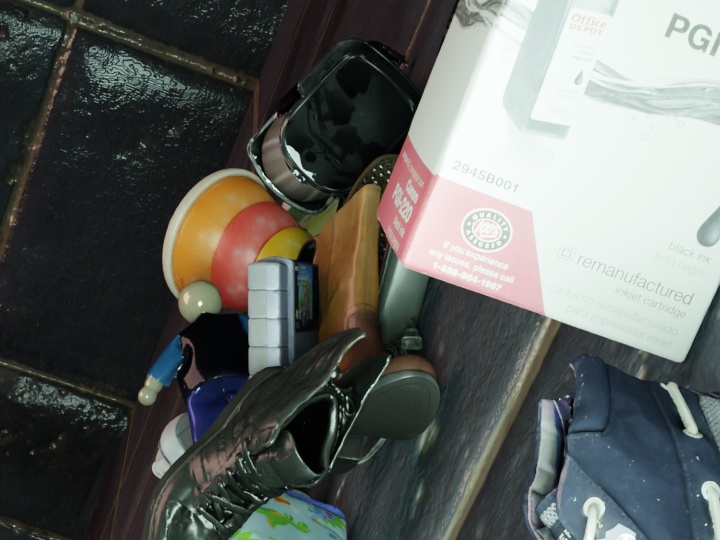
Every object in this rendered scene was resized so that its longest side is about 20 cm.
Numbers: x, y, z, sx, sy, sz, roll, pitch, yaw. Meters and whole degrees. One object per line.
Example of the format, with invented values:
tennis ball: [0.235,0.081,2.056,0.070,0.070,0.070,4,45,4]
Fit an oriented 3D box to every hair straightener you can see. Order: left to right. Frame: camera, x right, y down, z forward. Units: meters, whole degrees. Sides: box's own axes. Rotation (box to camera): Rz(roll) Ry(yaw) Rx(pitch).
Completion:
hair straightener: [0.019,0.056,1.187,0.077,0.041,0.202,-154,84,-80]

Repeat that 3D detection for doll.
doll: [-0.124,0.096,1.332,0.049,0.135,0.201,77,178,-63]

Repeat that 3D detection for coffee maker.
coffee maker: [-0.016,-0.156,1.488,0.200,0.134,0.194,172,118,-77]

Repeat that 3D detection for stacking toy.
stacking toy: [-0.080,-0.001,1.498,0.146,0.199,0.147,-33,-43,-38]

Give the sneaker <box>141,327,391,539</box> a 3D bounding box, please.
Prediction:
sneaker: [-0.064,0.124,1.028,0.200,0.060,0.104,-55,26,-16]

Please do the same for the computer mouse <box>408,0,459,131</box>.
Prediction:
computer mouse: [0.077,-0.148,1.302,0.059,0.034,0.201,-110,33,-48]

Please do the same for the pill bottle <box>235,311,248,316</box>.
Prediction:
pill bottle: [-0.094,0.114,1.463,0.200,0.112,0.114,-116,46,-75]

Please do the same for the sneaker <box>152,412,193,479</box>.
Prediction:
sneaker: [-0.160,0.181,1.458,0.071,0.073,0.200,-38,-9,3]

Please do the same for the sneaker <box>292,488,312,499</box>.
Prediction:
sneaker: [-0.089,0.263,1.333,0.201,0.075,0.116,-54,10,34]

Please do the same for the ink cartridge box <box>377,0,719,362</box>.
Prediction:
ink cartridge box: [0.111,-0.081,0.684,0.085,0.144,0.201,-112,41,-72]

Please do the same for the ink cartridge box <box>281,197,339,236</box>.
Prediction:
ink cartridge box: [-0.059,-0.070,1.788,0.145,0.048,0.202,144,146,-71]

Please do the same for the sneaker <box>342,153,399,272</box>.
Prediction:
sneaker: [0.000,0.000,1.302,0.076,0.070,0.202,140,148,-69]

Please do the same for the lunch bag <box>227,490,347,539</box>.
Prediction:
lunch bag: [-0.087,0.272,1.119,0.201,0.127,0.170,-58,13,11]

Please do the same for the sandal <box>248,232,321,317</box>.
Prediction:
sandal: [-0.038,0.001,1.370,0.199,0.055,0.082,-37,29,11]

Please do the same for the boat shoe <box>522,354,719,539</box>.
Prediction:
boat shoe: [0.100,0.119,0.535,0.201,0.092,0.075,-82,16,-47]

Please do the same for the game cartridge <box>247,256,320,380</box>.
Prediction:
game cartridge: [-0.056,0.056,1.235,0.200,0.038,0.131,10,-97,-83]

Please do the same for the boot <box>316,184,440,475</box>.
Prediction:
boot: [0.010,0.031,1.138,0.188,0.068,0.202,127,152,-61]
